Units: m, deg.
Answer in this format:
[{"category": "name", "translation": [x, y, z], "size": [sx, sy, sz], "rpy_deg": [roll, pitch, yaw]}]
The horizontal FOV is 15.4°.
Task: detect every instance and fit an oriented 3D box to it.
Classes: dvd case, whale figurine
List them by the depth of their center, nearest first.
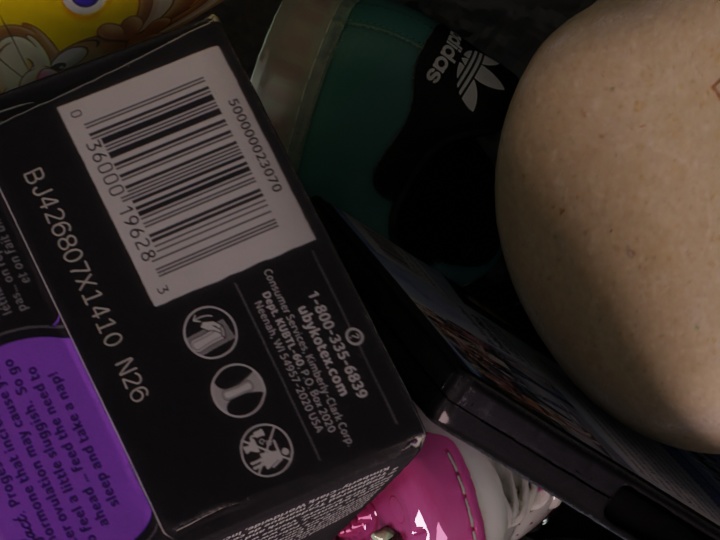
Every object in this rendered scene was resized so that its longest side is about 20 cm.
[{"category": "whale figurine", "translation": [0.128, -0.041, 0.689], "size": [0.200, 0.104, 0.159], "rpy_deg": [-48, 65, 30]}, {"category": "dvd case", "translation": [0.077, 0.055, 0.728], "size": [0.200, 0.143, 0.018], "rpy_deg": [33, 98, -24]}]

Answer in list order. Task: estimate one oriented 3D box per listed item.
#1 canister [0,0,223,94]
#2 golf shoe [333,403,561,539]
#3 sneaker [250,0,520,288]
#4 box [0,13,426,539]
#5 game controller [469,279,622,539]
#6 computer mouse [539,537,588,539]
[{"category": "canister", "translation": [-0.115, -0.099, 0.667], "size": [0.200, 0.087, 0.149], "rpy_deg": [-30, 118, 13]}, {"category": "golf shoe", "translation": [0.021, 0.056, 0.769], "size": [0.200, 0.091, 0.076], "rpy_deg": [162, 90, -79]}, {"category": "sneaker", "translation": [0.000, 0.000, 0.816], "size": [0.080, 0.071, 0.200], "rpy_deg": [21, 142, 8]}, {"category": "box", "translation": [-0.074, 0.037, 0.700], "size": [0.123, 0.106, 0.200], "rpy_deg": [64, 160, 10]}, {"category": "game controller", "translation": [0.103, 0.033, 0.829], "size": [0.200, 0.042, 0.104], "rpy_deg": [-18, 127, 40]}, {"category": "computer mouse", "translation": [0.108, 0.122, 0.766], "size": [0.140, 0.046, 0.200], "rpy_deg": [37, 165, -12]}]
